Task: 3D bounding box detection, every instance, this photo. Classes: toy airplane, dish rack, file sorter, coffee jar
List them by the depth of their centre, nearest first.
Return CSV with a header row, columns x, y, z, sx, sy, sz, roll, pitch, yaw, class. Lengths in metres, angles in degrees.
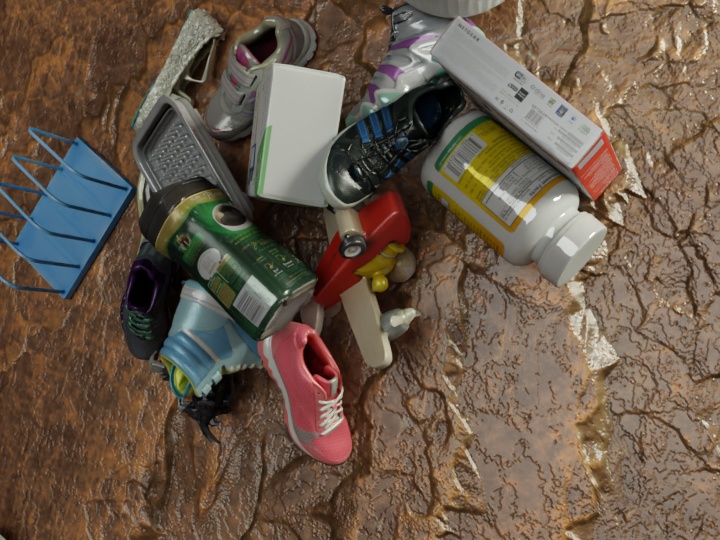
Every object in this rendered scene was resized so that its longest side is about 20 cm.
x,y,z,sx,sy,sz,roll,pitch,yaw,class
-0.150,-0.019,0.921,0.200,0.104,0.086,41,117,10,coffee jar
0.000,0.000,0.986,0.198,0.139,0.203,17,103,61,toy airplane
-0.209,-0.111,1.042,0.202,0.043,0.171,59,145,1,dish rack
-0.454,-0.084,1.185,0.138,0.122,0.201,39,101,22,file sorter

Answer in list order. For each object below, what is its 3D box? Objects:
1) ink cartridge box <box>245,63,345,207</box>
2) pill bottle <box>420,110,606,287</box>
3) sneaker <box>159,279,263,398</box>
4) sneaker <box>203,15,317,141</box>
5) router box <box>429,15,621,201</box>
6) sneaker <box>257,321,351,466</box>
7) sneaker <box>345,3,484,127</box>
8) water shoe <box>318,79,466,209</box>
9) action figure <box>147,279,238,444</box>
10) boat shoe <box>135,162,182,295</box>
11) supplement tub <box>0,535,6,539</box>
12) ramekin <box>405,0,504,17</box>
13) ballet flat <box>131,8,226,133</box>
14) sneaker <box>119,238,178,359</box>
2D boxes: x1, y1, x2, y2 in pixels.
x,y,z,sx,sy,sz,roll,pitch,yaw,class
-0.084,-0.154,0.979,0.086,0.200,0.148,7,94,-11,ink cartridge box
0.172,-0.078,0.917,0.200,0.112,0.113,43,102,21,pill bottle
-0.162,0.109,0.996,0.079,0.199,0.132,11,70,50,sneaker
-0.149,-0.263,1.088,0.081,0.088,0.201,43,102,21,sneaker
0.182,-0.170,0.885,0.200,0.179,0.049,45,102,20,router box
-0.053,0.150,0.972,0.086,0.074,0.202,-6,114,49,sneaker
0.047,-0.268,1.016,0.198,0.078,0.141,-31,72,8,sneaker
0.033,-0.145,0.881,0.200,0.079,0.072,-46,107,-25,water shoe
-0.209,0.121,1.067,0.100,0.119,0.203,1,76,13,action figure
-0.269,-0.065,1.136,0.064,0.073,0.203,4,96,19,boat shoe
-0.613,0.474,1.190,0.199,0.140,0.142,-33,73,18,supplement tub
0.112,-0.392,0.949,0.197,0.105,0.203,-3,65,7,ramekin
-0.252,-0.269,1.148,0.071,0.072,0.202,33,98,22,ballet flat
-0.294,0.051,1.083,0.073,0.088,0.202,17,121,2,sneaker
